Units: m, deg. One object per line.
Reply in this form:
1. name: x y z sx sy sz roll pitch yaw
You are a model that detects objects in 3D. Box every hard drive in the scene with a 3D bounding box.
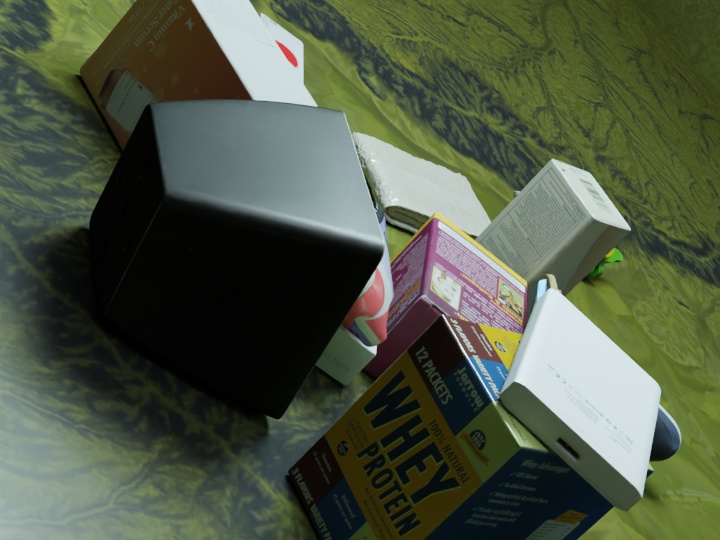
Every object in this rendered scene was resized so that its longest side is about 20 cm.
1. hard drive: 0.180 0.098 1.358 0.132 0.026 0.200 43 23 -3

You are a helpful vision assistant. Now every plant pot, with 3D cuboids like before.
1. plant pot: -0.118 -0.027 1.412 0.177 0.200 0.200 15 34 -25

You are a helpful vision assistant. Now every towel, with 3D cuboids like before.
1. towel: 0.075 -0.086 1.983 0.199 0.035 0.133 20 32 -40

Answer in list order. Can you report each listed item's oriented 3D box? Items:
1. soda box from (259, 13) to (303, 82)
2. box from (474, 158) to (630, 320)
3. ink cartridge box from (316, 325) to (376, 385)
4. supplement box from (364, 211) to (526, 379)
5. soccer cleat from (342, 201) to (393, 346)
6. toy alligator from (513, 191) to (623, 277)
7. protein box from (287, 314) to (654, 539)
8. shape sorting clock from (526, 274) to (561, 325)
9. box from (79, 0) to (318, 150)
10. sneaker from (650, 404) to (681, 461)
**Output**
1. soda box: -0.105 -0.198 1.837 0.064 0.068 0.200 33 26 -22
2. box: 0.182 -0.013 1.826 0.078 0.200 0.095 13 38 -49
3. ink cartridge box: -0.036 0.013 1.623 0.109 0.050 0.200 37 26 -16
4. supplement box: 0.087 0.051 1.689 0.131 0.103 0.200 38 24 -11
5. soccer cleat: 0.000 0.000 1.580 0.073 0.068 0.200 61 13 -21
6. toy alligator: 0.261 -0.036 2.176 0.199 0.059 0.055 28 69 -32
7. protein box: 0.091 0.164 1.392 0.198 0.200 0.135 15 36 -48
8. shape sorting clock: 0.176 0.104 1.657 0.039 0.201 0.200 10 27 1
9. box: -0.150 -0.162 1.605 0.106 0.152 0.200 11 39 -52
10. sneaker: 0.255 0.158 1.795 0.202 0.077 0.146 32 14 -4
